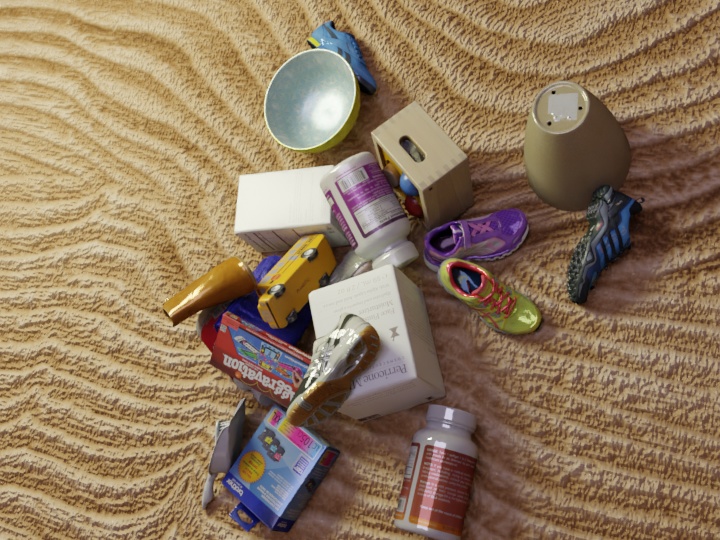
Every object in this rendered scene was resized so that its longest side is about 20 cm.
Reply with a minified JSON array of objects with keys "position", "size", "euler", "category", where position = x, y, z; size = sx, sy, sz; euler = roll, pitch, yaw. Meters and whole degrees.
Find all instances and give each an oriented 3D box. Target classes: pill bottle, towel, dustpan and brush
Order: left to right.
[{"position":[-0.250,0.336,1.676],"size":[0.056,0.140,0.204],"euler":[7,102,4],"category":"dustpan and brush"},{"position":[-0.205,0.144,1.710],"size":[0.112,0.112,0.200],"euler":[-44,62,2],"category":"pill bottle"},{"position":[-0.155,0.062,1.685],"size":[0.145,0.050,0.201],"euler":[23,47,11],"category":"towel"},{"position":[0.020,-0.093,1.633],"size":[0.111,0.112,0.203],"euler":[-29,84,9],"category":"pill bottle"},{"position":[0.128,0.326,1.514],"size":[0.110,0.112,0.204],"euler":[9,75,24],"category":"pill bottle"}]

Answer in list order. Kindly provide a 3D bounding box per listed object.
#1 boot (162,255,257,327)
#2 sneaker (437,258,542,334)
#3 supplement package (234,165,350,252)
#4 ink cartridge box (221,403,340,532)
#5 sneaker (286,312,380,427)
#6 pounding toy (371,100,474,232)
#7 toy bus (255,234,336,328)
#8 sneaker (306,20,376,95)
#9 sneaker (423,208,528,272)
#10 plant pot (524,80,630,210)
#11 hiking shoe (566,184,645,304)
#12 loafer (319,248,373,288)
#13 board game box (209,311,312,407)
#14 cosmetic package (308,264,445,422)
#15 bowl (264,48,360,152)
[{"position":[-0.265,0.044,1.620],"size":[0.143,0.200,0.072],"euler":[-34,97,-24],"category":"boot"},{"position":[0.214,0.044,1.575],"size":[0.197,0.090,0.079],"euler":[29,83,8],"category":"sneaker"},{"position":[-0.123,-0.112,1.764],"size":[0.196,0.117,0.119],"euler":[-3,71,20],"category":"supplement package"},{"position":[-0.147,0.357,1.635],"size":[0.135,0.076,0.202],"euler":[32,87,28],"category":"ink cartridge box"},{"position":[-0.052,0.157,1.494],"size":[0.201,0.076,0.088],"euler":[-49,44,1],"category":"sneaker"},{"position":[0.087,-0.176,1.681],"size":[0.141,0.185,0.201],"euler":[-35,62,-7],"category":"pounding toy"},{"position":[-0.117,0.017,1.648],"size":[0.077,0.066,0.200],"euler":[-1,35,37],"category":"toy bus"},{"position":[-0.023,-0.428,1.864],"size":[0.078,0.066,0.200],"euler":[-43,62,-2],"category":"sneaker"},{"position":[0.195,-0.060,1.636],"size":[0.197,0.088,0.082],"euler":[-19,65,13],"category":"sneaker"},{"position":[0.349,-0.227,1.570],"size":[0.184,0.200,0.191],"euler":[-7,69,19],"category":"plant pot"},{"position":[0.404,-0.036,1.551],"size":[0.085,0.074,0.204],"euler":[18,93,-2],"category":"hiking shoe"},{"position":[0.000,0.000,1.714],"size":[0.199,0.063,0.072],"euler":[-40,34,-11],"category":"loafer"},{"position":[-0.160,0.160,1.602],"size":[0.197,0.019,0.104],"euler":[26,115,12],"category":"board game box"},{"position":[0.029,0.127,1.592],"size":[0.162,0.165,0.204],"euler":[-20,66,16],"category":"cosmetic package"},{"position":[-0.078,-0.311,1.817],"size":[0.196,0.107,0.205],"euler":[-6,75,22],"category":"bowl"}]
